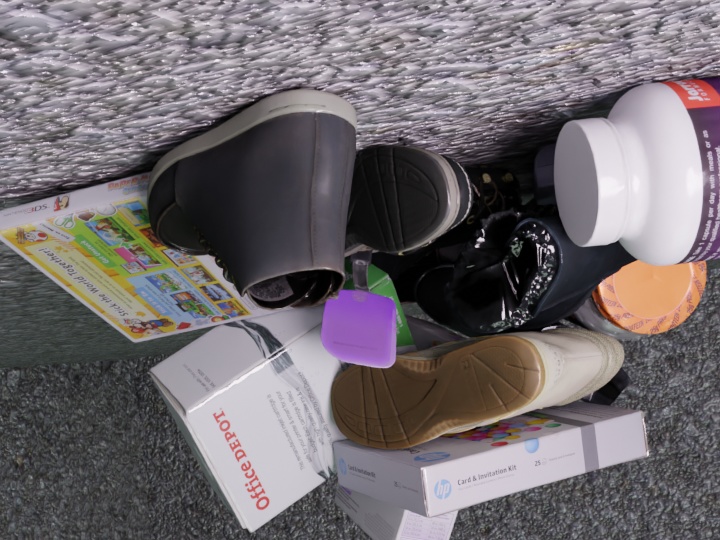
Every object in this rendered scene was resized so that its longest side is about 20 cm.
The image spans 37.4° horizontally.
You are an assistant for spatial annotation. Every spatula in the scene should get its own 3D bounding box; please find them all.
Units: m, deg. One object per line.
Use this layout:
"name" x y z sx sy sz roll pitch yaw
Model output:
"spatula" 0.000 0.000 0.841 0.056 0.021 0.200 9 -143 -6

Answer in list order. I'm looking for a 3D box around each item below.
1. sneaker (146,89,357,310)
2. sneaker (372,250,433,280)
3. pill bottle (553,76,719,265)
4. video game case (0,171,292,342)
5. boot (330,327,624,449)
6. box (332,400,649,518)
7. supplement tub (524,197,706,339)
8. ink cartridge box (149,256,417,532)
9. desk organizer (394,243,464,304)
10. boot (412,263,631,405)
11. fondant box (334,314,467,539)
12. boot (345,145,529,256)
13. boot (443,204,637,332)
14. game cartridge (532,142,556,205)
"sneaker" -0.075 -0.020 0.620 0.075 0.106 0.200 12 158 -30
"sneaker" 0.024 -0.001 1.015 0.200 0.112 0.073 -2 173 -42
"pill bottle" 0.227 -0.064 0.656 0.200 0.113 0.112 -6 174 -9
"video game case" -0.134 -0.009 0.783 0.182 0.023 0.200 -12 151 13
"boot" 0.091 0.089 0.837 0.200 0.072 0.155 -18 170 38
"box" 0.100 0.142 0.849 0.200 0.041 0.156 -11 -177 -25
"supplement tub" 0.214 -0.008 0.948 0.122 0.123 0.200 -6 -172 -11
"ink cartridge box" -0.054 0.098 0.888 0.200 0.147 0.083 -32 -145 -19
"desk organizer" 0.049 -0.005 1.113 0.200 0.072 0.077 -7 -168 -3
"boot" 0.141 0.056 0.984 0.165 0.066 0.200 27 -176 -11
"fondant box" 0.052 0.153 1.000 0.058 0.200 0.144 15 -177 -24
"boot" 0.064 -0.054 0.780 0.154 0.074 0.204 -9 178 -26
"boot" 0.117 0.003 0.780 0.168 0.076 0.200 -17 167 -40
"game cartridge" 0.234 -0.087 0.827 0.200 0.040 0.133 -8 178 8
